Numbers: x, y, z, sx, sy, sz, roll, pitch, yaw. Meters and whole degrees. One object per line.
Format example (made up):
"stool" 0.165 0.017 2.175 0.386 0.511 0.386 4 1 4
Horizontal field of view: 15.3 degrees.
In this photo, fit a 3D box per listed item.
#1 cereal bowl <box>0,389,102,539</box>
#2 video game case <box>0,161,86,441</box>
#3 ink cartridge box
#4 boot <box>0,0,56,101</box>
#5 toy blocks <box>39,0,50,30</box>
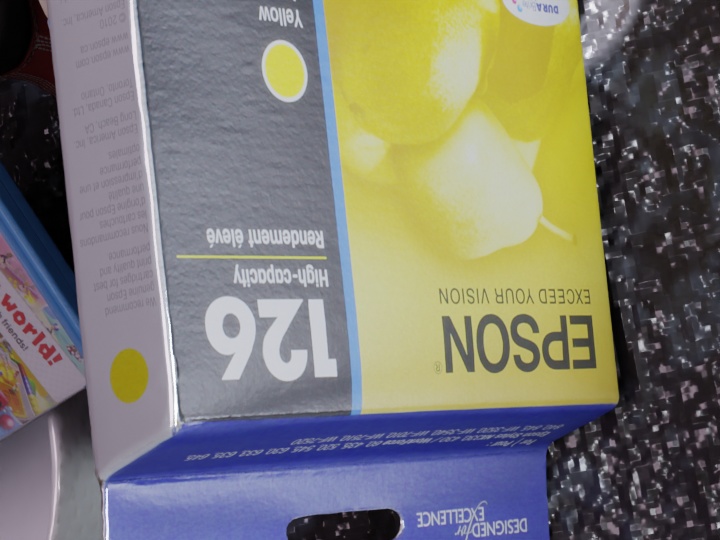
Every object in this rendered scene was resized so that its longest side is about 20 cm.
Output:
"cereal bowl" -0.164 0.068 0.945 0.199 0.083 0.202 -1 88 29
"video game case" -0.191 0.017 0.877 0.199 0.018 0.144 -31 95 25
"ink cartridge box" 0.000 0.000 0.792 0.047 0.197 0.202 -14 81 41
"boot" -0.151 -0.141 0.912 0.072 0.144 0.200 -44 68 20
"toy blocks" -0.055 -0.127 0.847 0.099 0.200 0.138 -23 92 27
